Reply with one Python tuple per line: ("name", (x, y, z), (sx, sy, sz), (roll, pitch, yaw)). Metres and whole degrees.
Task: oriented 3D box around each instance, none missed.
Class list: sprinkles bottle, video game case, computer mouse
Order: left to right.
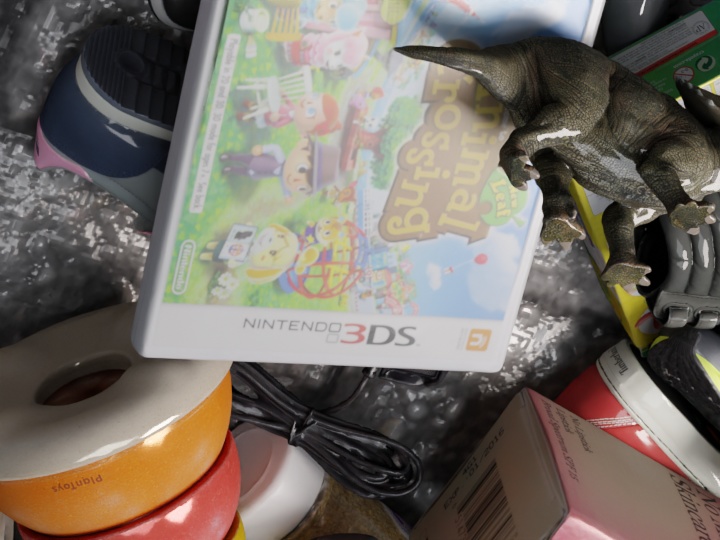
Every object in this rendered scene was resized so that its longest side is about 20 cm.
("computer mouse", (0.000, 0.000, 1.155), (0.140, 0.046, 0.201), (24, 98, 0))
("sprinkles bottle", (0.001, 0.155, 1.232), (0.068, 0.068, 0.200), (-41, 123, 9))
("video game case", (0.004, -0.048, 1.034), (0.181, 0.022, 0.201), (3, 115, -24))

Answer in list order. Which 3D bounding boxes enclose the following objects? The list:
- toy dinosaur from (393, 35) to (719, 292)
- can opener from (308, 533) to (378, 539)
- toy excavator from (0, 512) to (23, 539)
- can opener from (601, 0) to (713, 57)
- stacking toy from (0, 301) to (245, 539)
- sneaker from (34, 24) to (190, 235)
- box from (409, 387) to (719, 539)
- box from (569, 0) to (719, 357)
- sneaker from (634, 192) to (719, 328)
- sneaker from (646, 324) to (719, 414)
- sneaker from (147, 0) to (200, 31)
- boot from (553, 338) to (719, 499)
("toy dinosaur", (0.101, -0.059, 1.009), (0.199, 0.103, 0.077), (16, 136, -9))
("can opener", (-0.056, 0.177, 1.192), (0.200, 0.053, 0.067), (-20, 100, 35))
("toy excavator", (-0.244, 0.203, 1.164), (0.100, 0.195, 0.200), (15, 156, -38))
("can opener", (0.140, -0.186, 1.073), (0.052, 0.066, 0.201), (11, 124, 28))
("stacking toy", (-0.104, 0.127, 1.119), (0.146, 0.146, 0.201), (-20, 112, -5))
("sneaker", (-0.060, -0.037, 1.098), (0.200, 0.070, 0.082), (33, 131, -17))
("box", (0.139, 0.170, 1.175), (0.200, 0.128, 0.109), (29, 109, -20))
("box", (0.164, -0.039, 1.154), (0.117, 0.048, 0.200), (-28, 141, 0))
("sneaker", (0.185, 0.019, 1.112), (0.099, 0.071, 0.201), (-20, 116, -2))
("sneaker", (0.222, 0.044, 1.221), (0.200, 0.074, 0.081), (15, 102, -50))
("sneaker", (0.005, -0.135, 1.052), (0.199, 0.083, 0.072), (-7, 121, -13))
("boot", (0.147, 0.144, 1.273), (0.144, 0.072, 0.200), (-40, 117, 12))
